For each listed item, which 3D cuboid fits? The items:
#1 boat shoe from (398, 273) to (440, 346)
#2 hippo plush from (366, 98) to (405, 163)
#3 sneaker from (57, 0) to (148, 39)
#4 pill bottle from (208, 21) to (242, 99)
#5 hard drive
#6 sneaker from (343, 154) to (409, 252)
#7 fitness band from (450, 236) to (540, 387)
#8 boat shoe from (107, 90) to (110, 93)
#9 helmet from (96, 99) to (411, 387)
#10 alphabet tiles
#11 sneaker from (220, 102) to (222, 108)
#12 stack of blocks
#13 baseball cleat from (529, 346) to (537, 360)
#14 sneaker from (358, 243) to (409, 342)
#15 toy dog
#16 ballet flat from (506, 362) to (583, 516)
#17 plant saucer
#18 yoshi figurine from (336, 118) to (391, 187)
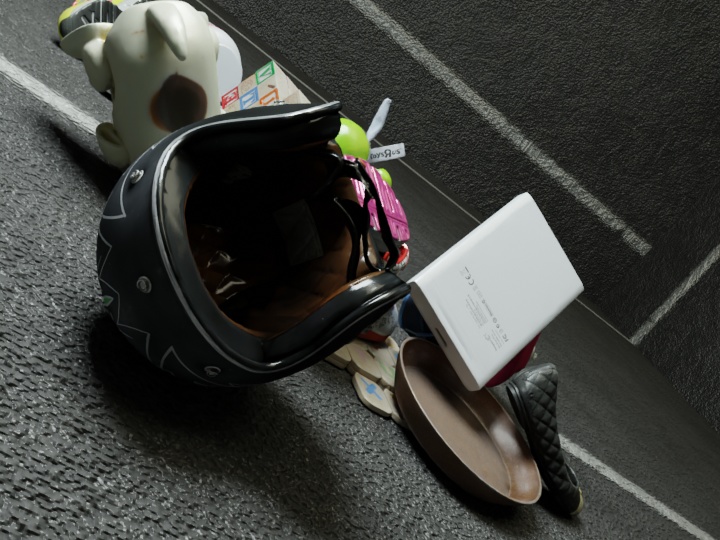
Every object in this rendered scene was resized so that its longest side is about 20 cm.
[{"bbox_3d":[0.098,0.061,0.950,0.068,0.085,0.200,30,-8,24],"label":"boat shoe"},{"bbox_3d":[-0.034,-0.087,1.047,0.162,0.198,0.160,-92,166,-48],"label":"hippo plush"},{"bbox_3d":[-0.357,-0.326,1.099,0.089,0.079,0.200,10,20,7],"label":"sneaker"},{"bbox_3d":[-0.237,-0.306,1.201,0.110,0.111,0.200,31,8,-34],"label":"pill bottle"},{"bbox_3d":[0.151,0.018,0.897,0.133,0.200,0.027,58,-32,-6],"label":"hard drive"},{"bbox_3d":[-0.047,-0.055,0.737,0.199,0.088,0.082,17,48,-29],"label":"sneaker"},{"bbox_3d":[0.153,0.049,1.012,0.143,0.201,0.037,34,35,29],"label":"fitness band"},{"bbox_3d":[-0.279,-0.271,1.068,0.074,0.086,0.202,40,11,-4],"label":"boat shoe"},{"bbox_3d":[-0.080,-0.014,0.564,0.200,0.189,0.202,158,-90,-83],"label":"helmet"},{"bbox_3d":[0.022,0.099,0.867,0.199,0.015,0.196,33,15,-29],"label":"alphabet tiles"},{"bbox_3d":[-0.120,-0.179,1.169,0.200,0.079,0.089,40,53,-6],"label":"sneaker"},{"bbox_3d":[-0.102,-0.161,0.992,0.059,0.115,0.201,43,25,-44],"label":"stack of blocks"},{"bbox_3d":[0.139,0.076,1.093,0.106,0.070,0.199,35,-11,-31],"label":"baseball cleat"},{"bbox_3d":[0.019,0.014,0.865,0.067,0.108,0.201,45,14,21],"label":"sneaker"},{"bbox_3d":[-0.165,-0.131,0.757,0.139,0.202,0.193,-17,8,-36],"label":"toy dog"},{"bbox_3d":[0.211,0.188,0.887,0.067,0.056,0.201,-114,180,-63],"label":"ballet flat"},{"bbox_3d":[0.100,0.154,0.822,0.200,0.034,0.201,40,19,-16],"label":"plant saucer"},{"bbox_3d":[-0.061,-0.096,0.844,0.113,0.198,0.113,63,33,-27],"label":"yoshi figurine"}]
